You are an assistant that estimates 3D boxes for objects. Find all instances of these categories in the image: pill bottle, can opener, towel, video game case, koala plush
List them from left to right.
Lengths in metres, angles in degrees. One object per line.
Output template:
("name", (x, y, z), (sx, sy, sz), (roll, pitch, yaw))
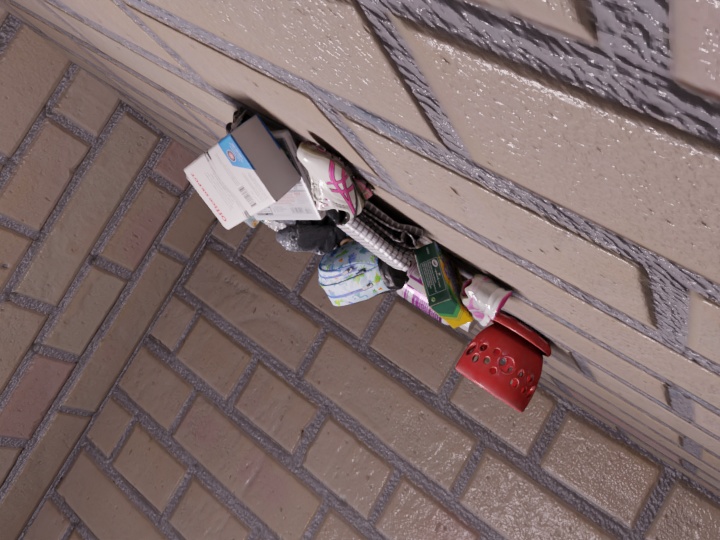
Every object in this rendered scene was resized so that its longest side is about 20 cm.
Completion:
("can opener", (-0.235, -0.284, 1.527), (0.066, 0.054, 0.200), (34, 178, -10))
("video game case", (-0.173, -0.180, 1.471), (0.197, 0.023, 0.185), (4, 129, 43))
("koala plush", (-0.138, -0.139, 1.733), (0.198, 0.181, 0.182), (26, -176, 37))
("towel", (0.037, -0.084, 1.526), (0.164, 0.086, 0.200), (35, 179, -6))
("pill bottle", (0.189, 0.055, 1.762), (0.198, 0.114, 0.112), (33, 177, 19))

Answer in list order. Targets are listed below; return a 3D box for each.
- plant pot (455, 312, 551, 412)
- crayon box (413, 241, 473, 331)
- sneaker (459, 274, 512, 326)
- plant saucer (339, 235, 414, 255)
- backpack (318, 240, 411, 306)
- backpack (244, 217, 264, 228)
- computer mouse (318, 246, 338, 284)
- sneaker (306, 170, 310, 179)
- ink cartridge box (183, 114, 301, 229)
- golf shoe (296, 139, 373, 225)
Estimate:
("plant pot", (0.358, 0.220, 1.867), (0.198, 0.185, 0.200), (33, 176, 2))
("crayon box", (0.178, 0.037, 1.568), (0.200, 0.051, 0.128), (40, -147, -61))
("sneaker", (0.244, 0.050, 1.522), (0.088, 0.082, 0.200), (37, 171, 8))
("plant saucer", (0.045, -0.050, 1.846), (0.195, 0.030, 0.201), (12, 162, 4))
("backpack", (0.000, 0.000, 1.710), (0.154, 0.198, 0.165), (43, -144, -20))
("backpack", (-0.293, -0.225, 1.977), (0.175, 0.153, 0.202), (37, -157, -34))
("computer mouse", (-0.076, -0.074, 1.844), (0.051, 0.204, 0.139), (13, -155, 4))
("sneaker", (-0.094, -0.184, 1.508), (0.089, 0.068, 0.200), (34, 172, -6))
("ink cartridge box", (-0.225, -0.181, 1.429), (0.198, 0.084, 0.147), (-18, 112, 51))
("golf shoe", (-0.052, -0.149, 1.330), (0.072, 0.093, 0.199), (32, 175, 41))
